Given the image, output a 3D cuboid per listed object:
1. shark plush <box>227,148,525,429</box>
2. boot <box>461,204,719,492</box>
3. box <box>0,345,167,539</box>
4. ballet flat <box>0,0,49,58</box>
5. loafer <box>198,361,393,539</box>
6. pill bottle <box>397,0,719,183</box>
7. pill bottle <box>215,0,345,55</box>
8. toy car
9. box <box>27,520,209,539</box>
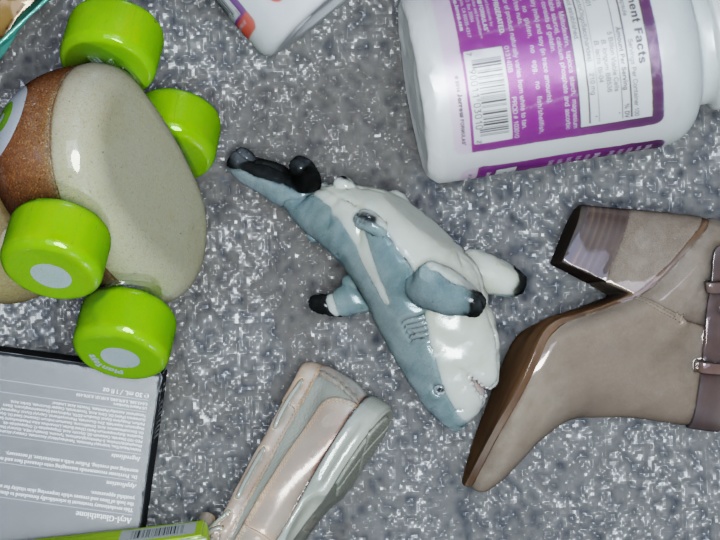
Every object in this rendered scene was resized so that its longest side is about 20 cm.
[{"bbox_3d":[0.000,0.000,1.164,0.199,0.091,0.084,35,110,1],"label":"shark plush"},{"bbox_3d":[0.161,0.060,1.194,0.145,0.070,0.201,24,95,-9],"label":"boot"},{"bbox_3d":[-0.218,0.113,1.169,0.198,0.079,0.142,8,88,-3],"label":"box"},{"bbox_3d":[-0.214,-0.162,1.173,0.200,0.070,0.067,-44,92,-1],"label":"ballet flat"},{"bbox_3d":[-0.061,0.145,1.188,0.063,0.072,0.200,35,82,14],"label":"loafer"},{"bbox_3d":[0.127,-0.120,1.167,0.198,0.112,0.113,-9,91,-3],"label":"pill bottle"},{"bbox_3d":[-0.076,-0.231,1.158,0.111,0.111,0.200,-40,92,-2],"label":"pill bottle"},{"bbox_3d":[-0.198,-0.038,1.143,0.198,0.158,0.165,-5,55,22],"label":"toy car"},{"bbox_3d":[-0.131,0.244,1.118,0.121,0.048,0.202,-6,95,-2],"label":"box"}]
